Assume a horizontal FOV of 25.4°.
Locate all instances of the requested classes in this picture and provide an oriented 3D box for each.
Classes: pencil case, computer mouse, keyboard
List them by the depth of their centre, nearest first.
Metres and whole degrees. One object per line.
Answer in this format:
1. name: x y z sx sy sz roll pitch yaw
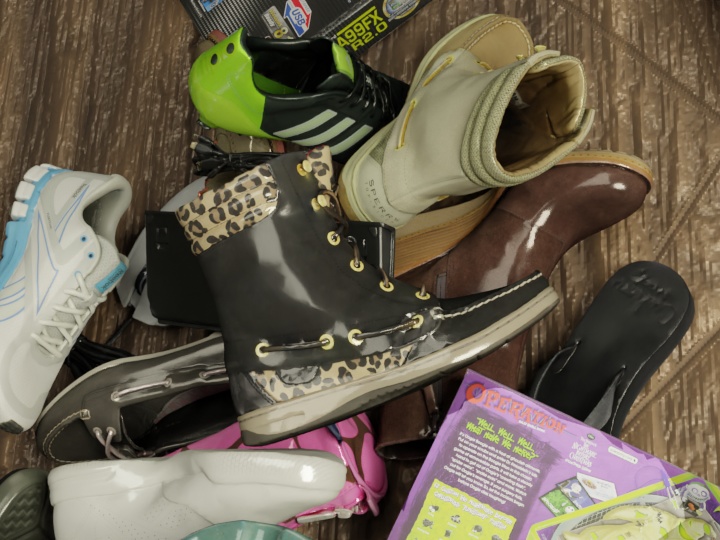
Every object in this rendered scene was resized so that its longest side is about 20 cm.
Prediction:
1. pencil case: -0.083 0.147 0.997 0.199 0.091 0.094 -28 59 13
2. keyboard: -0.061 -0.022 1.019 0.199 0.021 0.129 4 98 35
3. computer mouse: -0.141 -0.003 1.127 0.200 0.044 0.110 -48 54 -4

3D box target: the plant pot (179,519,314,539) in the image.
1. plant pot: -0.031 0.234 0.860 0.198 0.196 0.202 -11 60 19

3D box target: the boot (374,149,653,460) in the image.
1. boot: 0.094 0.024 0.984 0.199 0.072 0.168 -18 55 27

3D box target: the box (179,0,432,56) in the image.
1. box: -0.058 -0.229 1.205 0.160 0.044 0.201 -35 55 6

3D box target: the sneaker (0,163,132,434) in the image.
1. sneaker: -0.204 0.013 1.085 0.086 0.075 0.202 -2 63 23

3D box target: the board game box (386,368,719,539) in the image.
1. board game box: 0.124 0.151 0.895 0.199 0.032 0.121 25 84 15

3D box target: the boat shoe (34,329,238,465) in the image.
1. boat shoe: -0.129 0.090 1.056 0.198 0.067 0.057 -23 42 10

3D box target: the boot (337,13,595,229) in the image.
1. boot: 0.088 -0.108 0.999 0.154 0.072 0.200 -18 27 52

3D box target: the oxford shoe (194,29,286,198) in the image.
1. oxford shoe: -0.083 -0.072 1.084 0.074 0.071 0.201 -22 69 -4

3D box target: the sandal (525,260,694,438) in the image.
1. sandal: 0.128 0.078 0.958 0.076 0.043 0.201 22 75 32

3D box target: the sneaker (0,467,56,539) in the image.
1. sneaker: -0.254 0.202 1.025 0.114 0.076 0.201 34 114 39

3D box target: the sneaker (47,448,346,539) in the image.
1. sneaker: -0.092 0.148 0.921 0.198 0.075 0.089 -11 78 30

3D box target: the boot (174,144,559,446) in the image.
1. boot: 0.000 0.000 0.920 0.198 0.073 0.152 -23 83 1

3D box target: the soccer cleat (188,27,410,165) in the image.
1. soccer cleat: -0.017 -0.113 1.038 0.081 0.199 0.068 -34 60 45
